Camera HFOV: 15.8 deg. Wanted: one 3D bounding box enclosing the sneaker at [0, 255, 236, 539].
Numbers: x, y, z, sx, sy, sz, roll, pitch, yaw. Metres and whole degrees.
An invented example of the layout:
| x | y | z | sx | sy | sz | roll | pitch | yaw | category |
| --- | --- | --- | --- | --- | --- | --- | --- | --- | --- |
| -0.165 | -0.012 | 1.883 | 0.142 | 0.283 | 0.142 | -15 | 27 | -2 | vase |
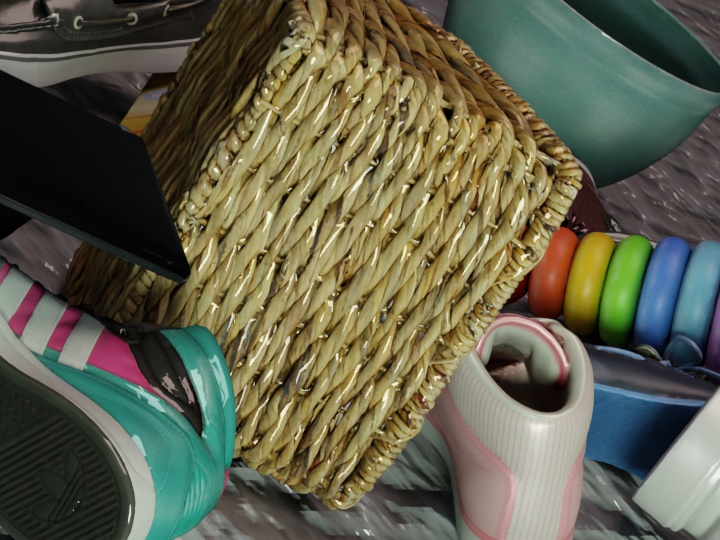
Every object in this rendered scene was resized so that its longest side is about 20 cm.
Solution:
| x | y | z | sx | sy | sz | roll | pitch | yaw | category |
| --- | --- | --- | --- | --- | --- | --- | --- | --- | --- |
| -0.120 | 0.035 | 1.012 | 0.200 | 0.084 | 0.121 | 46 | 21 | 24 | sneaker |

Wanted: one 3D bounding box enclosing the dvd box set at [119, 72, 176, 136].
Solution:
| x | y | z | sx | sy | sz | roll | pitch | yaw | category |
| --- | --- | --- | --- | --- | --- | --- | --- | --- | --- |
| -0.051 | -0.074 | 1.339 | 0.146 | 0.030 | 0.200 | -4 | 19 | 8 | dvd box set |

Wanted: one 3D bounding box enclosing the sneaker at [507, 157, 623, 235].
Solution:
| x | y | z | sx | sy | sz | roll | pitch | yaw | category |
| --- | --- | --- | --- | --- | --- | --- | --- | --- | --- |
| 0.106 | -0.033 | 1.573 | 0.200 | 0.076 | 0.116 | 13 | 32 | -49 | sneaker |

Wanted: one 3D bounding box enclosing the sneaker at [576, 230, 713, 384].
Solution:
| x | y | z | sx | sy | sz | roll | pitch | yaw | category |
| --- | --- | --- | --- | --- | --- | --- | --- | --- | --- |
| 0.195 | 0.058 | 1.513 | 0.200 | 0.075 | 0.116 | 34 | 22 | -10 | sneaker |

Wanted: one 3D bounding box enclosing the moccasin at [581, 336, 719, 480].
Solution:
| x | y | z | sx | sy | sz | roll | pitch | yaw | category |
| --- | --- | --- | --- | --- | --- | --- | --- | --- | --- |
| 0.152 | 0.066 | 1.401 | 0.200 | 0.081 | 0.068 | 23 | 31 | -35 | moccasin |

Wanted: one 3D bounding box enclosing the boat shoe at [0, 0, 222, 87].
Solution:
| x | y | z | sx | sy | sz | roll | pitch | yaw | category |
| --- | --- | --- | --- | --- | --- | --- | --- | --- | --- |
| -0.152 | -0.136 | 1.346 | 0.200 | 0.057 | 0.069 | -9 | 36 | -46 | boat shoe |

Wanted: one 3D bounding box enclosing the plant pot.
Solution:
| x | y | z | sx | sy | sz | roll | pitch | yaw | category |
| --- | --- | --- | --- | --- | --- | --- | --- | --- | --- |
| 0.131 | -0.128 | 1.739 | 0.200 | 0.134 | 0.200 | 32 | 19 | -12 | plant pot |

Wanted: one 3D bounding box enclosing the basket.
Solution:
| x | y | z | sx | sy | sz | roll | pitch | yaw | category |
| --- | --- | --- | --- | --- | --- | --- | --- | --- | --- |
| -0.022 | -0.023 | 1.138 | 0.149 | 0.200 | 0.143 | 26 | 20 | -19 | basket |

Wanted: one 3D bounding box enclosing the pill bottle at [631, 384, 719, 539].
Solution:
| x | y | z | sx | sy | sz | roll | pitch | yaw | category |
| --- | --- | --- | --- | --- | --- | --- | --- | --- | --- |
| 0.241 | 0.147 | 1.319 | 0.200 | 0.113 | 0.113 | 38 | 19 | 7 | pill bottle |

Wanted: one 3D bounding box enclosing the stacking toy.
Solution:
| x | y | z | sx | sy | sz | roll | pitch | yaw | category |
| --- | --- | --- | --- | --- | --- | --- | --- | --- | --- |
| 0.146 | 0.009 | 1.466 | 0.199 | 0.086 | 0.085 | 14 | 16 | 11 | stacking toy |

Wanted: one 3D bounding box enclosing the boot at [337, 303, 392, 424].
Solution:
| x | y | z | sx | sy | sz | roll | pitch | yaw | category |
| --- | --- | --- | --- | --- | --- | --- | --- | --- | --- |
| 0.000 | 0.000 | 1.277 | 0.073 | 0.096 | 0.200 | 32 | 19 | -9 | boot |

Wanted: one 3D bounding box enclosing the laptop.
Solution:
| x | y | z | sx | sy | sz | roll | pitch | yaw | category |
| --- | --- | --- | --- | --- | --- | --- | --- | --- | --- |
| -0.183 | -0.039 | 1.032 | 0.177 | 0.200 | 0.104 | 26 | 57 | -28 | laptop |

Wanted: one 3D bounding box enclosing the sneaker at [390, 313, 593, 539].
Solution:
| x | y | z | sx | sy | sz | roll | pitch | yaw | category |
| --- | --- | --- | --- | --- | --- | --- | --- | --- | --- |
| 0.066 | 0.047 | 1.248 | 0.075 | 0.105 | 0.200 | -1 | 32 | -12 | sneaker |
